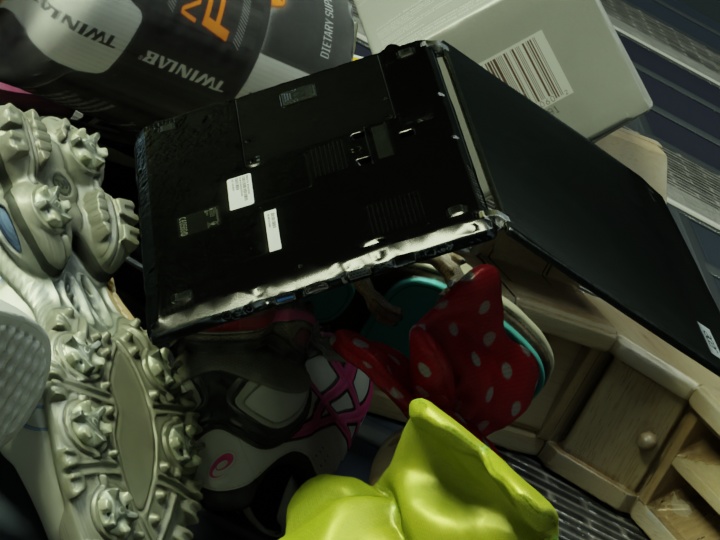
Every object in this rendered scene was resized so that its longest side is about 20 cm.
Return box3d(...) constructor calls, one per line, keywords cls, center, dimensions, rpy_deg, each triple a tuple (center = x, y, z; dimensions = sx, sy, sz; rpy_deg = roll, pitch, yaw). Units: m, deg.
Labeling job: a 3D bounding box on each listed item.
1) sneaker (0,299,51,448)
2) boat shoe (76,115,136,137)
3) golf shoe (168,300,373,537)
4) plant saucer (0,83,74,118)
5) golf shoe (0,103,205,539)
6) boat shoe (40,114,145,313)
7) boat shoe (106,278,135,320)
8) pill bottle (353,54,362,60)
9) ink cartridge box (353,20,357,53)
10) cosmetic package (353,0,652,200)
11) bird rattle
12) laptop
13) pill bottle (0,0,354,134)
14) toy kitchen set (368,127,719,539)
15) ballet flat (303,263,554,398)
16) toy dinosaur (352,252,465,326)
box3d(cls="sneaker", center=(-0.203, 0.019, 0.850), dimensions=(0.200, 0.073, 0.114), rpy_deg=(-1, 29, -46))
box3d(cls="boat shoe", center=(-0.112, -0.066, 1.288), dimensions=(0.060, 0.076, 0.200), rpy_deg=(42, 14, -4))
box3d(cls="golf shoe", center=(-0.040, 0.063, 1.056), dimensions=(0.072, 0.093, 0.200), rpy_deg=(0, -8, 13))
box3d(cls="plant saucer", center=(-0.234, -0.114, 1.274), dimensions=(0.200, 0.051, 0.201), rpy_deg=(27, 17, -9))
box3d(cls="golf shoe", center=(-0.121, 0.041, 0.959), dimensions=(0.078, 0.097, 0.201), rpy_deg=(22, 43, -49))
box3d(cls="boat shoe", center=(-0.081, -0.015, 1.164), dimensions=(0.199, 0.073, 0.063), rpy_deg=(24, -14, -7))
box3d(cls="boat shoe", center=(-0.141, -0.006, 1.076), dimensions=(0.200, 0.065, 0.072), rpy_deg=(41, 19, 34))
box3d(cls="pill bottle", center=(-0.016, -0.050, 1.346), dimensions=(0.112, 0.112, 0.200), rpy_deg=(28, 16, -7))
box3d(cls="ink cartridge box", center=(-0.108, -0.121, 1.250), dimensions=(0.199, 0.039, 0.099), rpy_deg=(2, 12, -40))
box3d(cls="cosmetic package", center=(0.061, -0.110, 1.236), dimensions=(0.090, 0.106, 0.200), rpy_deg=(60, 7, -15))
box3d(cls="bird rattle", center=(0.030, 0.103, 0.965), dimensions=(0.200, 0.112, 0.164), rpy_deg=(-77, 145, -74))
box3d(cls="laptop", center=(0.025, -0.006, 0.980), dimensions=(0.177, 0.199, 0.104), rpy_deg=(-104, 176, -63))
box3d(cls="pill bottle", center=(-0.104, -0.117, 1.112), dimensions=(0.200, 0.107, 0.106), rpy_deg=(19, 18, -45))
box3d(cls="toy kitchen set", center=(0.127, 0.042, 1.221), dimensions=(0.199, 0.164, 0.181), rpy_deg=(17, 20, -36))
box3d(cls="ballet flat", center=(0.000, 0.000, 1.141), dimensions=(0.199, 0.070, 0.070), rpy_deg=(23, 17, -26))
box3d(cls="toy dinosaur", center=(0.006, -0.033, 1.078), dimensions=(0.101, 0.058, 0.200), rpy_deg=(39, 29, 15))
